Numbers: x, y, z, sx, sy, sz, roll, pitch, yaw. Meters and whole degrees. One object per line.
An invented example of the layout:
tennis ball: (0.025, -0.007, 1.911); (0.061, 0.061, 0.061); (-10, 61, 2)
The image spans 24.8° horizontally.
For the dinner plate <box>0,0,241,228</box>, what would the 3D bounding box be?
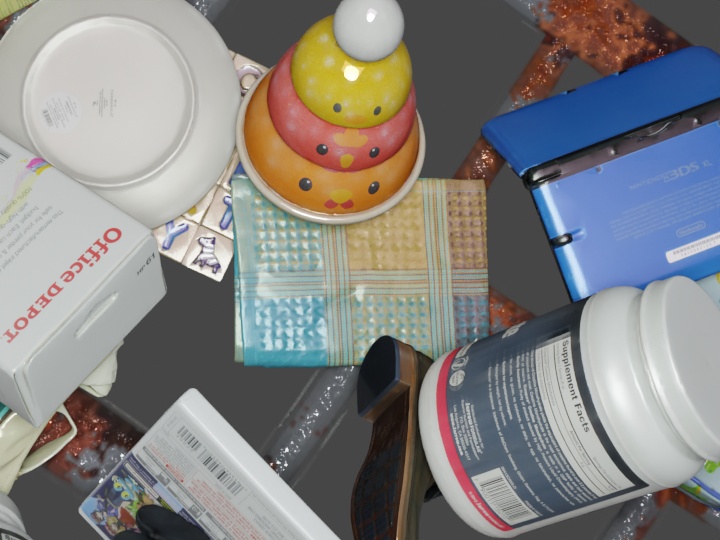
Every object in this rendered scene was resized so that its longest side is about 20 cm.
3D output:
dinner plate: (-0.190, -0.127, 1.248); (0.199, 0.024, 0.201); (0, 82, 0)

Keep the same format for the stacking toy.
stacking toy: (-0.011, -0.135, 1.166); (0.145, 0.200, 0.147); (3, 65, -7)

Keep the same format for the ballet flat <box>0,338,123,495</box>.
ballet flat: (-0.224, 0.087, 1.214); (0.069, 0.069, 0.200); (41, 84, 0)

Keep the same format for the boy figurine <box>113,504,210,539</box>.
boy figurine: (-0.176, 0.265, 1.154); (0.064, 0.124, 0.201); (27, 114, 6)

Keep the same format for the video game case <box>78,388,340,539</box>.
video game case: (-0.093, 0.199, 1.162); (0.200, 0.182, 0.023); (46, 44, 1)

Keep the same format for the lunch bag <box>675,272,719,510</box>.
lunch bag: (0.279, 0.073, 1.241); (0.160, 0.082, 0.201); (33, 82, 1)

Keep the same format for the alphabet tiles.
alphabet tiles: (-0.102, -0.080, 1.264); (0.199, 0.008, 0.168); (26, 82, -1)

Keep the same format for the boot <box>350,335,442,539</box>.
boot: (0.051, 0.144, 1.182); (0.097, 0.075, 0.201); (23, 49, -25)

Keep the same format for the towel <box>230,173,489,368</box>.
towel: (0.000, 0.000, 1.253); (0.199, 0.022, 0.148); (0, 86, -9)

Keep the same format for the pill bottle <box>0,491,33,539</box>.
pill bottle: (-0.263, 0.241, 1.113); (0.115, 0.200, 0.116); (-9, 122, -16)

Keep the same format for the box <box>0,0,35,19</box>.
box: (-0.245, -0.240, 1.236); (0.199, 0.075, 0.050); (-30, 87, -6)

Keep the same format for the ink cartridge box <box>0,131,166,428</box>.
ink cartridge box: (-0.257, -0.006, 1.154); (0.199, 0.085, 0.145); (31, 62, 22)

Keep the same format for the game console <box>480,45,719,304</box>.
game console: (0.216, -0.072, 1.237); (0.199, 0.118, 0.172); (-20, 88, -6)

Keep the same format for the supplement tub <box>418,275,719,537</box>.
supplement tub: (0.153, 0.095, 1.132); (0.199, 0.140, 0.141); (-23, 85, 31)
